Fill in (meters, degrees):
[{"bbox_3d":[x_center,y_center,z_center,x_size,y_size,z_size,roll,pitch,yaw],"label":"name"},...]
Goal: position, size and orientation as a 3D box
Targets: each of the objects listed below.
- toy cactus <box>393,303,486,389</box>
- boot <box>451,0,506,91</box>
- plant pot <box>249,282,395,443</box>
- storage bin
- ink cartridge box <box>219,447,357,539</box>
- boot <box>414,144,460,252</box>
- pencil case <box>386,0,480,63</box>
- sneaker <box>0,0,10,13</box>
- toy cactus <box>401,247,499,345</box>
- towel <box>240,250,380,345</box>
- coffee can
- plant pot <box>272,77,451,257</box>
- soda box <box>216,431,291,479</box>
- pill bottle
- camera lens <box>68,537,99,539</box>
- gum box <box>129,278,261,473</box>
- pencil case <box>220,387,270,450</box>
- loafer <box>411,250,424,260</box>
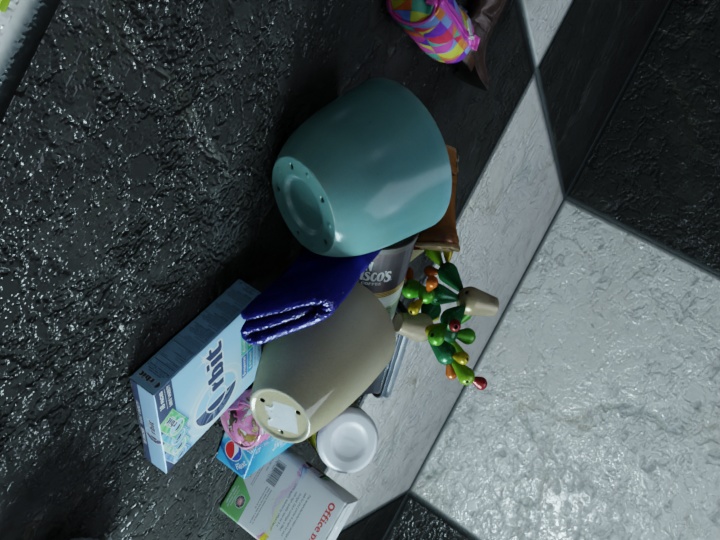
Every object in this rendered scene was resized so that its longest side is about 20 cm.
[{"bbox_3d":[0.134,0.099,1.247,0.162,0.204,0.102,13,142,-30],"label":"toy cactus"},{"bbox_3d":[0.223,-0.424,1.280,0.204,0.063,0.186,-67,162,2],"label":"boot"},{"bbox_3d":[-0.068,0.137,1.056,0.201,0.184,0.190,-55,163,-50],"label":"plant pot"},{"bbox_3d":[-0.015,0.130,1.346,0.132,0.146,0.203,-8,130,-32],"label":"storage bin"},{"bbox_3d":[-0.124,0.410,1.320,0.147,0.198,0.084,-58,160,-3],"label":"ink cartridge box"},{"bbox_3d":[0.122,-0.115,1.164,0.200,0.072,0.159,-105,-158,-77],"label":"boot"},{"bbox_3d":[0.103,-0.350,1.039,0.090,0.087,0.199,-64,159,11],"label":"pencil case"},{"bbox_3d":[-0.255,-0.182,0.367,0.073,0.082,0.199,-63,160,7],"label":"sneaker"},{"bbox_3d":[0.145,0.032,1.198,0.202,0.161,0.104,-95,-158,-50],"label":"toy cactus"},{"bbox_3d":[-0.063,0.014,0.968,0.145,0.050,0.200,-23,-164,27],"label":"towel"},{"bbox_3d":[0.000,0.000,1.156,0.146,0.145,0.203,-39,151,-45],"label":"coffee can"},{"bbox_3d":[-0.012,-0.110,0.924,0.159,0.200,0.203,-31,148,-29],"label":"plant pot"},{"bbox_3d":[-0.152,0.266,1.258,0.199,0.063,0.069,-20,137,-61],"label":"soda box"},{"bbox_3d":[-0.045,0.289,1.381,0.114,0.111,0.200,-58,-166,-6],"label":"pill bottle"},{"bbox_3d":[-0.327,0.433,0.904,0.160,0.158,0.202,-46,156,-34],"label":"camera lens"},{"bbox_3d":[-0.205,0.136,0.979,0.200,0.044,0.172,-45,155,-39],"label":"gum box"},{"bbox_3d":[-0.135,0.202,1.190,0.083,0.087,0.199,-49,171,34],"label":"pencil case"},{"bbox_3d":[0.118,-0.071,1.472,0.202,0.067,0.076,-57,160,-12],"label":"loafer"}]
